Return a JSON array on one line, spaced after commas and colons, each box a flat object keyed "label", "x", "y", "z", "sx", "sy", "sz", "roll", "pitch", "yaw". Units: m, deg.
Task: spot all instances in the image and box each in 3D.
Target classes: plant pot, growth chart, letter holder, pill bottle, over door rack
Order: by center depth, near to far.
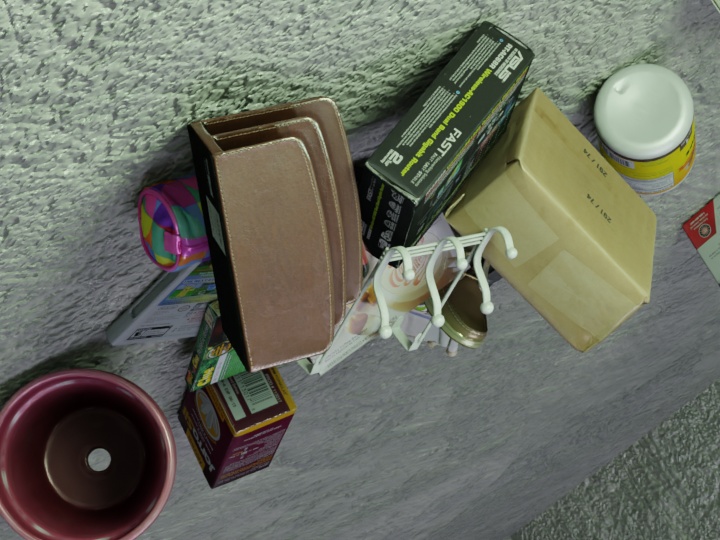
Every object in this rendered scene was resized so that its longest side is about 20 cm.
[{"label": "letter holder", "x": -0.057, "y": -0.035, "z": 1.445, "sx": 0.142, "sy": 0.101, "sz": 0.201, "roll": -13, "pitch": 113, "yaw": -13}, {"label": "over door rack", "x": 0.047, "y": 0.039, "z": 1.596, "sx": 0.147, "sy": 0.067, "sz": 0.200, "roll": -11, "pitch": 154, "yaw": -40}, {"label": "plant pot", "x": -0.299, "y": 0.208, "z": 1.829, "sx": 0.200, "sy": 0.200, "sz": 0.179, "roll": -27, "pitch": 177, "yaw": -6}, {"label": "pill bottle", "x": 0.324, "y": -0.151, "z": 1.888, "sx": 0.109, "sy": 0.109, "sz": 0.200, "roll": -30, "pitch": 162, "yaw": 3}, {"label": "growth chart", "x": 0.031, "y": 0.046, "z": 1.932, "sx": 0.145, "sy": 0.199, "sz": 0.018, "roll": 114, "pitch": -4, "yaw": -70}]

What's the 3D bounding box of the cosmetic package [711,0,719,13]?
[{"label": "cosmetic package", "x": 0.448, "y": -0.309, "z": 1.714, "sx": 0.200, "sy": 0.073, "sz": 0.104, "roll": -11, "pitch": 155, "yaw": -45}]

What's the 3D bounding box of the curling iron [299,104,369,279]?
[{"label": "curling iron", "x": -0.027, "y": -0.064, "z": 1.521, "sx": 0.050, "sy": 0.026, "sz": 0.201, "roll": -31, "pitch": 128, "yaw": -26}]

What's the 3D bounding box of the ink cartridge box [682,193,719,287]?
[{"label": "ink cartridge box", "x": 0.594, "y": -0.027, "z": 2.466, "sx": 0.084, "sy": 0.200, "sz": 0.144, "roll": -10, "pitch": 155, "yaw": -43}]

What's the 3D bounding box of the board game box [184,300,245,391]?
[{"label": "board game box", "x": -0.135, "y": 0.072, "z": 1.873, "sx": 0.105, "sy": 0.024, "sz": 0.200, "roll": -22, "pitch": 160, "yaw": -24}]

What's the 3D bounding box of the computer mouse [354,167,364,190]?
[{"label": "computer mouse", "x": -0.063, "y": -0.052, "z": 1.691, "sx": 0.200, "sy": 0.034, "sz": 0.059, "roll": -29, "pitch": 169, "yaw": -10}]

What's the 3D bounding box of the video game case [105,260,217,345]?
[{"label": "video game case", "x": -0.148, "y": 0.017, "z": 1.782, "sx": 0.200, "sy": 0.022, "sz": 0.182, "roll": -4, "pitch": 150, "yaw": -50}]

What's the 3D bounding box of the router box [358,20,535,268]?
[{"label": "router box", "x": 0.074, "y": -0.116, "z": 1.559, "sx": 0.200, "sy": 0.062, "sz": 0.150, "roll": -52, "pitch": 171, "yaw": -23}]

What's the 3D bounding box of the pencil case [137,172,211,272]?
[{"label": "pencil case", "x": -0.106, "y": -0.061, "z": 1.538, "sx": 0.200, "sy": 0.089, "sz": 0.088, "roll": -19, "pitch": 159, "yaw": -29}]

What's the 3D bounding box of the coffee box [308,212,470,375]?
[{"label": "coffee box", "x": 0.000, "y": 0.000, "z": 1.748, "sx": 0.200, "sy": 0.080, "sz": 0.115, "roll": -35, "pitch": 126, "yaw": -8}]

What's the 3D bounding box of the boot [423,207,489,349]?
[{"label": "boot", "x": 0.134, "y": -0.029, "z": 1.818, "sx": 0.072, "sy": 0.200, "sz": 0.155, "roll": 24, "pitch": 128, "yaw": -34}]

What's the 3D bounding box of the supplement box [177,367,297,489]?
[{"label": "supplement box", "x": -0.155, "y": 0.175, "z": 2.048, "sx": 0.085, "sy": 0.111, "sz": 0.200, "roll": -20, "pitch": 160, "yaw": -23}]

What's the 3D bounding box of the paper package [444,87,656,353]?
[{"label": "paper package", "x": 0.198, "y": -0.053, "z": 1.684, "sx": 0.103, "sy": 0.200, "sz": 0.191, "roll": -39, "pitch": -165, "yaw": 29}]

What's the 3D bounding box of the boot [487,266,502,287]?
[{"label": "boot", "x": 0.174, "y": -0.046, "z": 1.920, "sx": 0.200, "sy": 0.072, "sz": 0.182, "roll": -51, "pitch": -164, "yaw": 34}]
